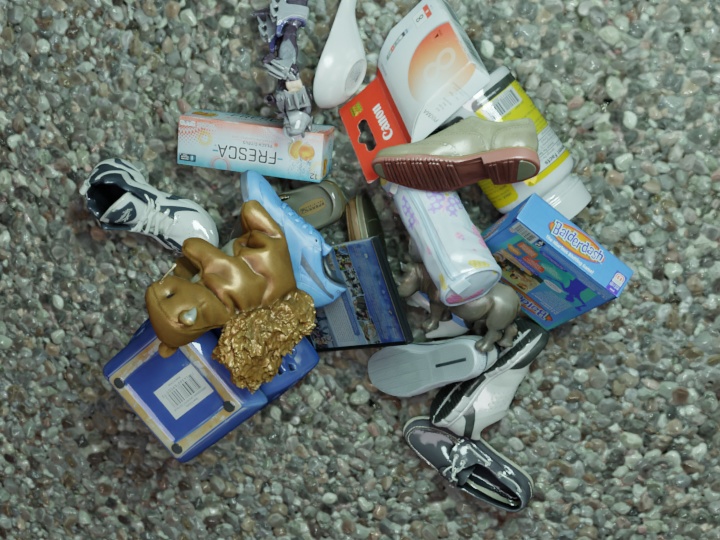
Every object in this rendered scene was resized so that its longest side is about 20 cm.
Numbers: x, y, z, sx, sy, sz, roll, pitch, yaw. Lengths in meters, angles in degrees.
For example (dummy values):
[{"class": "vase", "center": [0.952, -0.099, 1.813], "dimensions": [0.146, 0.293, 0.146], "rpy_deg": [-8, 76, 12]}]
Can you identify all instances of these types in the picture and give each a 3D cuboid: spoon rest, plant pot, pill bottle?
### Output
[{"class": "spoon rest", "center": [-0.009, -0.296, 1.496], "dimensions": [0.061, 0.099, 0.200], "rpy_deg": [30, 95, 20]}, {"class": "plant pot", "center": [-0.209, 0.128, 1.598], "dimensions": [0.200, 0.180, 0.200], "rpy_deg": [-37, 94, 27]}, {"class": "pill bottle", "center": [0.190, -0.142, 1.476], "dimensions": [0.114, 0.114, 0.200], "rpy_deg": [-35, 96, 19]}]

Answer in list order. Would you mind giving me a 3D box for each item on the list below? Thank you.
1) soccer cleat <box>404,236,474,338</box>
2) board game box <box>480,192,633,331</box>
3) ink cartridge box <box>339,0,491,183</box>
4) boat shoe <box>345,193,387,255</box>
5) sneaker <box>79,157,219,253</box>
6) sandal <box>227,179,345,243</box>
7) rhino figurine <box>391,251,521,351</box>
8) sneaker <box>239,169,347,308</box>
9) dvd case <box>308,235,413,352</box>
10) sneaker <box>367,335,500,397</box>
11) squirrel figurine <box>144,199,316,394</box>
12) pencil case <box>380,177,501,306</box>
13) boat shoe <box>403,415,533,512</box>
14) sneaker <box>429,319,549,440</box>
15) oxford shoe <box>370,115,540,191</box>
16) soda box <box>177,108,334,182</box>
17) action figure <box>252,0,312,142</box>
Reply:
[{"class": "soccer cleat", "center": [0.086, -0.001, 1.564], "dimensions": [0.086, 0.070, 0.200], "rpy_deg": [-18, 102, 16]}, {"class": "board game box", "center": [0.222, -0.006, 1.460], "dimensions": [0.152, 0.200, 0.045], "rpy_deg": [38, 69, -4]}, {"class": "ink cartridge box", "center": [0.050, -0.227, 1.464], "dimensions": [0.200, 0.162, 0.050], "rpy_deg": [-38, 133, 18]}, {"class": "boat shoe", "center": [0.000, 0.000, 1.582], "dimensions": [0.068, 0.072, 0.200], "rpy_deg": [-9, 99, 21]}, {"class": "sneaker", "center": [-0.290, -0.072, 1.595], "dimensions": [0.199, 0.130, 0.080], "rpy_deg": [41, 111, -1]}, {"class": "sandal", "center": [-0.107, -0.059, 1.586], "dimensions": [0.200, 0.055, 0.082], "rpy_deg": [-21, 96, 33]}, {"class": "rhino figurine", "center": [0.110, 0.032, 1.506], "dimensions": [0.200, 0.060, 0.088], "rpy_deg": [21, 119, 8]}, {"class": "sneaker", "center": [-0.084, -0.047, 1.526], "dimensions": [0.078, 0.066, 0.200], "rpy_deg": [-25, 98, 17]}, {"class": "dvd case", "center": [-0.020, 0.035, 1.561], "dimensions": [0.200, 0.018, 0.143], "rpy_deg": [-10, 102, 51]}, {"class": "sneaker", "center": [0.099, 0.128, 1.591], "dimensions": [0.200, 0.071, 0.073], "rpy_deg": [-9, 87, 42]}, {"class": "squirrel figurine", "center": [-0.160, 0.048, 1.450], "dimensions": [0.200, 0.187, 0.142], "rpy_deg": [51, 134, 2]}, {"class": "pencil case", "center": [0.097, -0.055, 1.456], "dimensions": [0.083, 0.091, 0.200], "rpy_deg": [-30, 67, 8]}, {"class": "boat shoe", "center": [0.146, 0.266, 1.632], "dimensions": [0.200, 0.063, 0.073], "rpy_deg": [30, 110, 3]}, {"class": "sneaker", "center": [0.184, 0.147, 1.595], "dimensions": [0.080, 0.074, 0.200], "rpy_deg": [35, 111, -23]}, {"class": "oxford shoe", "center": [0.112, -0.141, 1.406], "dimensions": [0.200, 0.070, 0.075], "rpy_deg": [-1, 64, 12]}, {"class": "soda box", "center": [-0.137, -0.166, 1.569], "dimensions": [0.200, 0.064, 0.068], "rpy_deg": [9, 108, 11]}, {"class": "action figure", "center": [-0.093, -0.249, 1.483], "dimensions": [0.069, 0.130, 0.200], "rpy_deg": [-2, 69, -10]}]
